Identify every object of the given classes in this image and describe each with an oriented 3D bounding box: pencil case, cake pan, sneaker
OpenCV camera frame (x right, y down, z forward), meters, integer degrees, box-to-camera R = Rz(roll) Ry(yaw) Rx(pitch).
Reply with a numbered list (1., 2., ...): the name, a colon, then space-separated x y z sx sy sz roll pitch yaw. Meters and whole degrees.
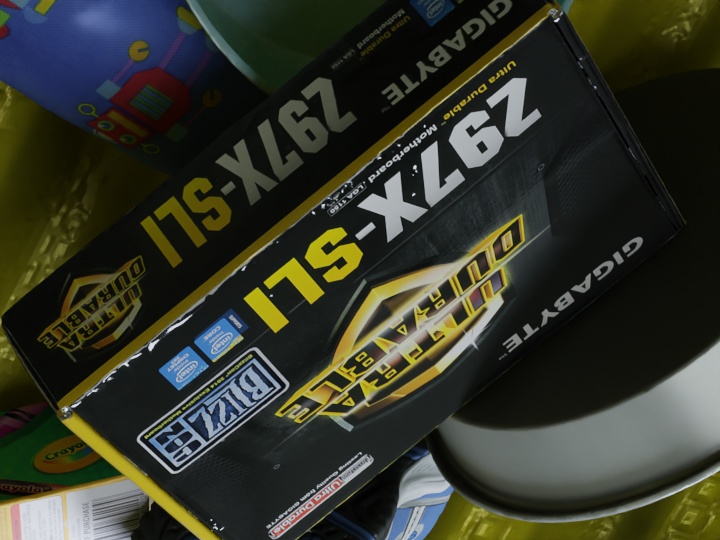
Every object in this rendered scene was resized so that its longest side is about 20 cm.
1. pencil case: -0.075 -0.085 0.956 0.200 0.087 0.078 29 130 -34
2. cake pan: 0.099 0.001 1.015 0.200 0.200 0.037 -39 122 1
3. sneaker: -0.015 0.096 1.061 0.200 0.076 0.077 -30 145 -43

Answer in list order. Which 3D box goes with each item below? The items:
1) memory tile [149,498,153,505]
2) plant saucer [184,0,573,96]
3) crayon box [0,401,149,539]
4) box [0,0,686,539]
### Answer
1. memory tile: -0.127 0.164 1.123 0.153 0.017 0.200 25 107 -34
2. plant saucer: -0.002 -0.145 0.938 0.200 0.036 0.200 -2 93 -40
3. crayon box: -0.140 0.152 1.063 0.119 0.058 0.200 -11 123 -19
4. box: 0.000 0.000 0.930 0.200 0.049 0.160 -39 146 0
